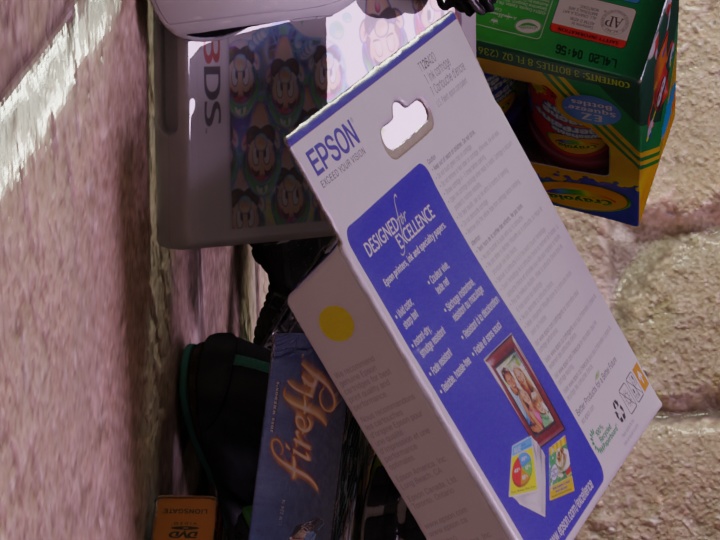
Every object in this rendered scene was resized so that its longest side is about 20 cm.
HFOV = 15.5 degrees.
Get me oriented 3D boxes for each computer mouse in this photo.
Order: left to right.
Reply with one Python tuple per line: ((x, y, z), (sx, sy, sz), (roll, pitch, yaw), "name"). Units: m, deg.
((-0.011, -0.140, 1.099), (0.200, 0.044, 0.110), (-26, 113, -46), "computer mouse")

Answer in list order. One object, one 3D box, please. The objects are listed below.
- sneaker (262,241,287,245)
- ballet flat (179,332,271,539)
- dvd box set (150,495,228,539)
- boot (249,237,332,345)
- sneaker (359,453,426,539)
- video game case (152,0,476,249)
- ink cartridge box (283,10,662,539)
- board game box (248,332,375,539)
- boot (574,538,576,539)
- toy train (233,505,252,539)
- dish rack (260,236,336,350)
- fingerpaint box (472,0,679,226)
((-0.024, -0.064, 1.288), (0.091, 0.066, 0.200), (-48, 180, 7), "sneaker")
((-0.042, 0.094, 1.237), (0.200, 0.073, 0.073), (85, 6, -59), "ballet flat")
((-0.069, 0.213, 1.070), (0.146, 0.029, 0.200), (82, 9, -54), "dvd box set")
((0.010, 0.013, 1.468), (0.068, 0.130, 0.200), (46, -34, 50), "boot")
((0.024, 0.152, 1.130), (0.081, 0.074, 0.200), (-178, -88, -75), "sneaker")
((-0.015, -0.106, 1.148), (0.200, 0.024, 0.182), (-7, 97, -51), "video game case")
((0.040, 0.012, 1.079), (0.200, 0.047, 0.198), (59, 28, -6), "ink cartridge box")
((-0.023, 0.134, 1.086), (0.136, 0.035, 0.200), (62, 34, -78), "board game box")
((0.028, 0.175, 1.403), (0.200, 0.076, 0.168), (46, 61, -32), "boot")
((-0.038, 0.189, 1.232), (0.042, 0.056, 0.200), (-122, -149, -51), "toy train")
((0.000, 0.000, 1.306), (0.154, 0.055, 0.200), (-55, 179, -23), "dish rack")
((0.054, -0.107, 1.317), (0.167, 0.200, 0.073), (78, 29, -67), "fingerpaint box")
